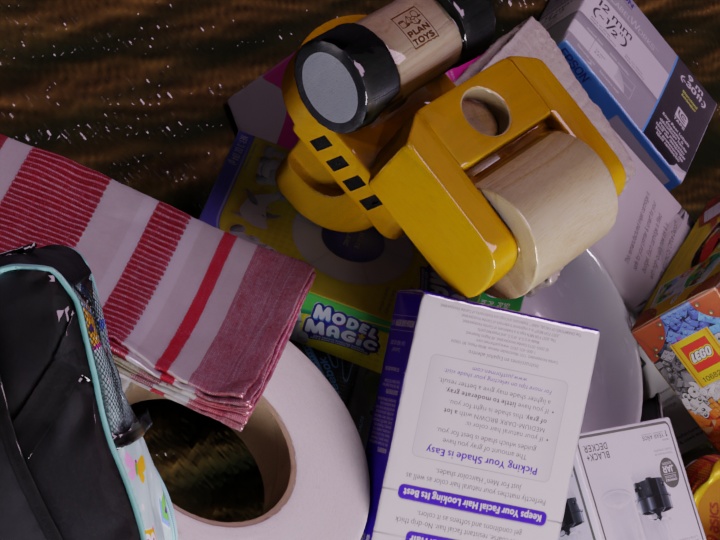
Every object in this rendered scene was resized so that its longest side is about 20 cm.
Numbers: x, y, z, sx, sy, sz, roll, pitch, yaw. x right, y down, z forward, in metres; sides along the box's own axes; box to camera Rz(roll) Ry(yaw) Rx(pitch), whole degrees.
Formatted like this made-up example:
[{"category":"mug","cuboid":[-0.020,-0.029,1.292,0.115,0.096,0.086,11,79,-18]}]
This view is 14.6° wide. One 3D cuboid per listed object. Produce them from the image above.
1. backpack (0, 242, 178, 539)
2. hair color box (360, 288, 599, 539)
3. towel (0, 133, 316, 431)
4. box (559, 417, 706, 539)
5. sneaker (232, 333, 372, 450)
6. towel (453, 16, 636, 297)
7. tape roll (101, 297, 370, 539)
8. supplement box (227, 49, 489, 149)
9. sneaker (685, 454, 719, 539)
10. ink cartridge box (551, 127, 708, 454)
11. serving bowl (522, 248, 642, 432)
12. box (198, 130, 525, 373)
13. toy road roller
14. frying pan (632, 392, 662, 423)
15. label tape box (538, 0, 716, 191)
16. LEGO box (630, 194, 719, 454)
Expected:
[{"category":"backpack","cuboid":[-0.180,0.103,1.341,0.153,0.175,0.201,4,66,-86]},{"category":"hair color box","cuboid":[0.058,0.119,1.579,0.109,0.065,0.201,13,86,-14]},{"category":"towel","cuboid":[-0.132,0.000,1.551,0.199,0.023,0.144,24,37,-1]},{"category":"box","cuboid":[0.161,0.195,1.673,0.116,0.060,0.201,-6,76,-52]},{"category":"sneaker","cuboid":[-0.029,0.039,1.681,0.082,0.073,0.201,34,38,-27]},{"category":"towel","cuboid":[0.108,-0.075,1.809,0.133,0.034,0.200,56,33,-8]},{"category":"tape roll","cuboid":[-0.090,0.103,1.531,0.202,0.037,0.203,18,47,-21]},{"category":"supplement box","cuboid":[0.025,-0.085,1.830,0.200,0.101,0.104,4,61,-50]},{"category":"sneaker","cuboid":[0.244,0.222,1.845,0.073,0.077,0.201,-14,88,-13]},{"category":"ink cartridge box","cuboid":[0.185,0.013,1.968,0.200,0.084,0.146,46,36,-17]},{"category":"serving bowl","cuboid":[0.094,0.057,1.816,0.200,0.066,0.201,21,58,-38]},{"category":"box","cuboid":[0.000,0.000,1.664,0.199,0.048,0.118,22,42,-2]},{"category":"toy road roller","cuboid":[0.038,-0.062,1.618,0.123,0.146,0.200,-33,79,-39]},{"category":"frying pan","cuboid":[0.194,0.177,1.881,0.115,0.031,0.191,-74,163,-82]},{"category":"label tape box","cuboid":[0.201,-0.152,2.149,0.143,0.066,0.200,49,35,-12]},{"category":"LEGO box","cuboid":[0.282,0.037,1.928,0.149,0.077,0.200,53,35,-10]}]
